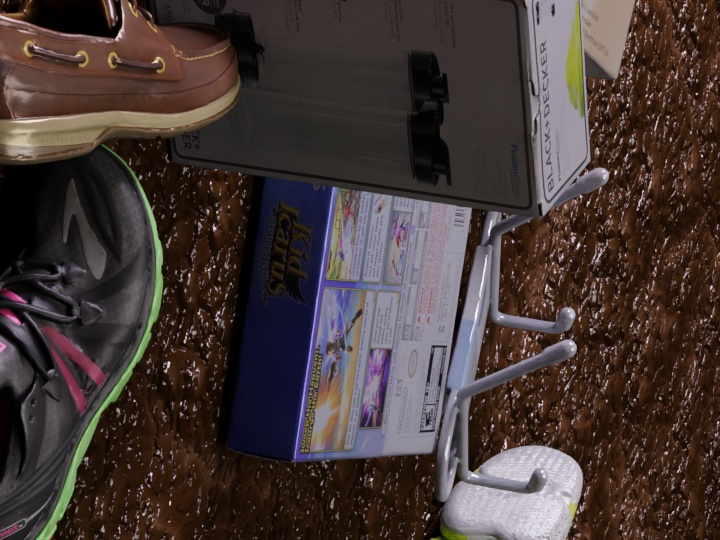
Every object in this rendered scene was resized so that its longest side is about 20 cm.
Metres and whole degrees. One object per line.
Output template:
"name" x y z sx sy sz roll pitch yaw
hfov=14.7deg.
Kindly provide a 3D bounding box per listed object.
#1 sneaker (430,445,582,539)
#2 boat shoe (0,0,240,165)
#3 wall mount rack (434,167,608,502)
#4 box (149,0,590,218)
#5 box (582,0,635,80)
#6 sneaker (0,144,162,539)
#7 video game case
"sneaker" 0.071 0.198 1.689 0.200 0.076 0.105 -49 152 -36
"boat shoe" -0.114 -0.093 1.211 0.200 0.072 0.068 -19 117 -58
"wall mount rack" 0.092 0.034 1.602 0.174 0.074 0.201 90 11 -58
"box" 0.004 -0.099 1.299 0.060 0.199 0.117 -45 136 -49
"box" 0.123 -0.223 1.633 0.095 0.078 0.201 27 74 -62
"sneaker" -0.142 0.034 1.190 0.084 0.077 0.201 48 55 -62
"video game case" 0.000 0.000 1.495 0.181 0.045 0.201 5 94 -65
